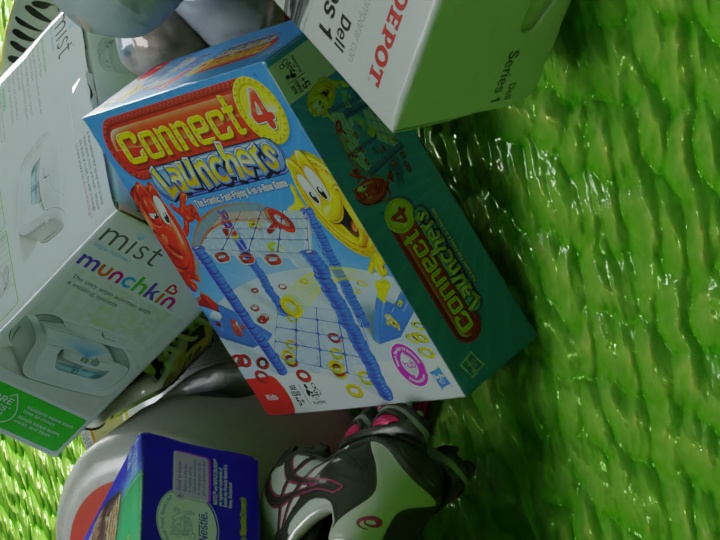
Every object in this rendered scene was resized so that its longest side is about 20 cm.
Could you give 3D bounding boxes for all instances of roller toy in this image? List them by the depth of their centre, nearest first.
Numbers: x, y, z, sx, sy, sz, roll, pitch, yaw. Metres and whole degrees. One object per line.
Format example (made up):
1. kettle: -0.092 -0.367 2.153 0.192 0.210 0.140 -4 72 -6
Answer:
1. roller toy: -0.072 0.155 1.607 0.200 0.140 0.183 35 128 15

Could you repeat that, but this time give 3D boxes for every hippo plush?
1. hippo plush: -0.108 -0.201 1.441 0.200 0.159 0.161 65 -165 6

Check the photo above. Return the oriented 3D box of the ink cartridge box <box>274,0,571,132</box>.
1. ink cartridge box: 0.009 -0.182 1.218 0.200 0.084 0.146 49 139 30

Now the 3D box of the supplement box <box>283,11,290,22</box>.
1. supplement box: -0.006 -0.207 1.372 0.109 0.061 0.201 -154 53 -65

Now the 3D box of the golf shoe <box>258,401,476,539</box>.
1. golf shoe: -0.021 0.134 1.410 0.077 0.088 0.200 42 148 -1

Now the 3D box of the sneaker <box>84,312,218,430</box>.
1. sneaker: -0.104 0.026 1.610 0.200 0.075 0.076 -45 24 24

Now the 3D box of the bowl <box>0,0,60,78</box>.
1. bowl: -0.149 -0.137 1.722 0.201 0.094 0.201 15 -90 -77

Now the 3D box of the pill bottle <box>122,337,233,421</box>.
1. pill bottle: -0.106 0.058 1.749 0.112 0.112 0.200 138 118 -69

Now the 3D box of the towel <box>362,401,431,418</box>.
1. towel: 0.000 0.000 1.549 0.145 0.022 0.200 102 151 -55

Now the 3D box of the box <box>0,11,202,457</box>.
1. box: -0.172 -0.030 1.581 0.176 0.097 0.200 -44 37 24

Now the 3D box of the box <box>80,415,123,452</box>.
1. box: -0.106 0.159 1.805 0.041 0.119 0.200 115 139 -61

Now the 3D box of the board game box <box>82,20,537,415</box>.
1. board game box: -0.030 -0.024 1.398 0.200 0.056 0.196 -11 114 58

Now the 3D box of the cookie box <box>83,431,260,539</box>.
1. cookie box: -0.122 0.217 1.463 0.171 0.075 0.200 -94 25 -47
